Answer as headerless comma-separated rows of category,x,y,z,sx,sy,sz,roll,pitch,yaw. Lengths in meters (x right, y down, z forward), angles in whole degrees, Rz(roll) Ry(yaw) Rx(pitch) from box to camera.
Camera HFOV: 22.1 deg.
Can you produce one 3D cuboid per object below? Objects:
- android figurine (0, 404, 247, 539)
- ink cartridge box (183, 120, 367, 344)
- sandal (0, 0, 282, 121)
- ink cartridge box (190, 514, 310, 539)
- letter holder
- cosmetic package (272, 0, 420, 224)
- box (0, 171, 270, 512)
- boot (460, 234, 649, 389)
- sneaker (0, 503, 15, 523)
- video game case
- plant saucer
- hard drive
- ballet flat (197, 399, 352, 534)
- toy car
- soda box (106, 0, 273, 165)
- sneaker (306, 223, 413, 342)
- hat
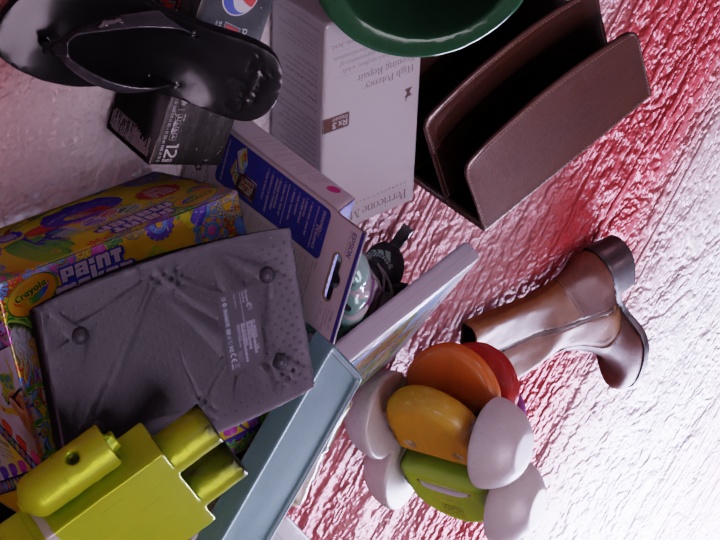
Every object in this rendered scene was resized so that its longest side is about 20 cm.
android figurine,-0.174,0.171,1.241,0.200,0.041,0.182,-36,150,-4
ink cartridge box,-0.061,-0.038,1.367,0.037,0.200,0.095,-9,126,-41
sandal,-0.148,-0.150,1.249,0.200,0.043,0.076,10,113,-12
ink cartridge box,-0.171,0.232,1.514,0.200,0.145,0.145,-46,144,-9
letter holder,0.131,-0.159,1.547,0.200,0.101,0.142,-39,138,-16
cosmetic package,-0.012,-0.134,1.445,0.102,0.074,0.200,-25,134,-29
box,-0.181,0.054,1.335,0.200,0.122,0.193,-22,112,-32
boot,0.193,0.084,1.827,0.200,0.068,0.189,-32,138,-23
sneaker,-0.224,0.198,1.386,0.073,0.200,0.112,-70,155,-9
video game case,0.000,0.074,1.561,0.200,0.022,0.182,-37,170,-40
plant saucer,-0.060,0.144,1.358,0.200,0.019,0.070,-61,145,-16
hard drive,-0.130,0.051,1.270,0.200,0.042,0.135,-19,109,-32
ballet flat,-0.083,0.157,1.403,0.200,0.069,0.071,-23,91,-32
toy car,0.093,0.146,1.711,0.150,0.175,0.200,-59,149,-32
soda box,-0.113,-0.176,1.315,0.071,0.063,0.200,-3,122,-45
sneaker,0.000,0.000,1.539,0.140,0.078,0.200,-40,172,-27
hat,0.037,-0.270,1.373,0.200,0.176,0.166,25,117,-35
